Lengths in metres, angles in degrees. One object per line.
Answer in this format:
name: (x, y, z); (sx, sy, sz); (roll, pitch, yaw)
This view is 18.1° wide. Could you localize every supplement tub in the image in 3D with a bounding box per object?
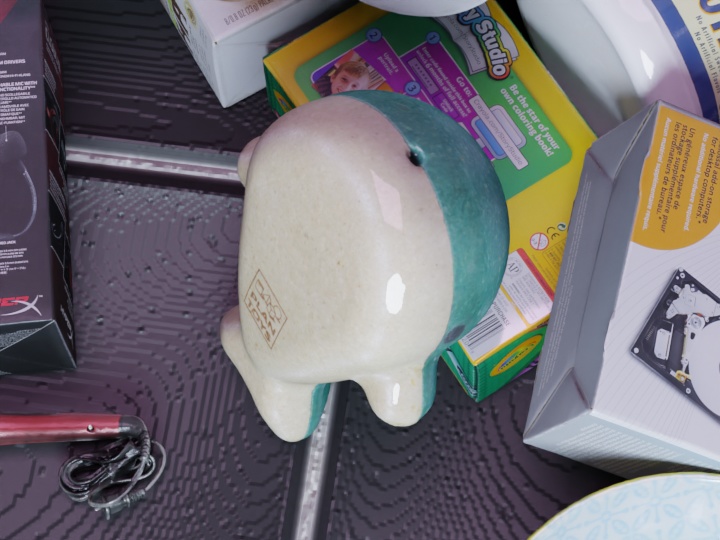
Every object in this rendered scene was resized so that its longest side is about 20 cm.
supplement tub: (0.192, -0.153, 1.123); (0.200, 0.145, 0.145); (-32, 71, -10)

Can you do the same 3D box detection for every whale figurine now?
whale figurine: (0.000, 0.000, 1.059); (0.104, 0.200, 0.159); (-18, 66, -32)

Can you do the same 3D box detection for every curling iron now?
curling iron: (-0.195, 0.087, 1.107); (0.199, 0.026, 0.050); (6, 66, 5)

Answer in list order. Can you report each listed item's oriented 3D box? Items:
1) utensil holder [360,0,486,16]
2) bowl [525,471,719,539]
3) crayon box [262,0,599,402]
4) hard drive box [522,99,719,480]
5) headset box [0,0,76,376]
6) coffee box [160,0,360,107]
utensil holder: (0.054, -0.240, 1.059); (0.170, 0.170, 0.200); (29, 52, 13)
bowl: (0.144, 0.199, 1.006); (0.199, 0.108, 0.201); (-1, 69, 2)
crayon box: (0.052, -0.051, 1.135); (0.119, 0.058, 0.200); (-31, 71, -10)
hard drive box: (0.192, 0.033, 1.049); (0.199, 0.077, 0.156); (20, 70, -16)
headset box: (-0.224, -0.048, 1.135); (0.148, 0.075, 0.201); (-6, 69, -1)
coffee box: (-0.073, -0.204, 1.188); (0.114, 0.080, 0.200); (-29, 70, -9)
